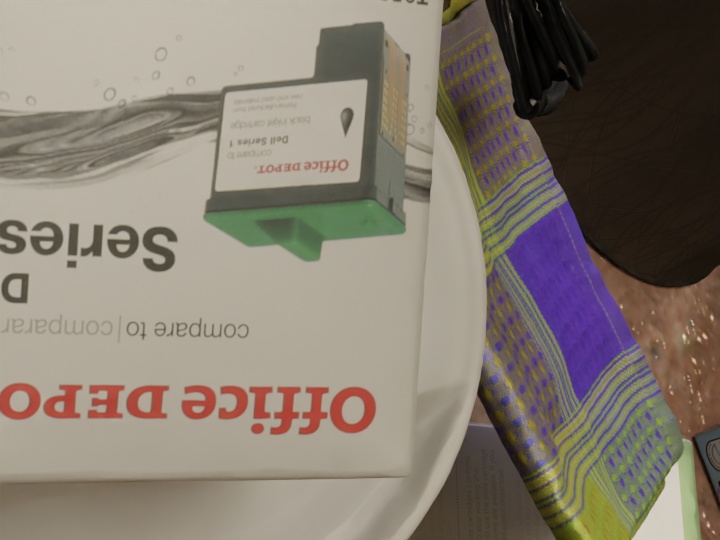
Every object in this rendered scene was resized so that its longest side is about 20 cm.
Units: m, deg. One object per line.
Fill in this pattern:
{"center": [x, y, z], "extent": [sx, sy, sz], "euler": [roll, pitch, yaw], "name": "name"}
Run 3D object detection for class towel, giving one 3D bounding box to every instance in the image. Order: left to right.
{"center": [0.057, 0.002, 0.802], "extent": [0.200, 0.023, 0.144], "euler": [66, 21, -4], "name": "towel"}

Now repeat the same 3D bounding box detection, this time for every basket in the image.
{"center": [0.173, -0.103, 0.960], "extent": [0.136, 0.200, 0.181], "euler": [-36, 99, -44], "name": "basket"}

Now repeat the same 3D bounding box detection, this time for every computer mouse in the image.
{"center": [0.061, -0.133, 0.785], "extent": [0.200, 0.046, 0.141], "euler": [-80, 158, -70], "name": "computer mouse"}

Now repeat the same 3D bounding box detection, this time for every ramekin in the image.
{"center": [-0.069, 0.012, 0.697], "extent": [0.202, 0.094, 0.203], "euler": [-1, 93, -28], "name": "ramekin"}

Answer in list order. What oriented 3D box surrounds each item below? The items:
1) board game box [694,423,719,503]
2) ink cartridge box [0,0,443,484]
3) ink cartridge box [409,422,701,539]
{"center": [0.231, 0.141, 0.959], "extent": [0.034, 0.134, 0.201], "euler": [-17, 84, -45], "name": "board game box"}
{"center": [-0.058, -0.047, 0.597], "extent": [0.146, 0.084, 0.201], "euler": [1, 94, -27], "name": "ink cartridge box"}
{"center": [0.031, 0.127, 0.847], "extent": [0.199, 0.048, 0.146], "euler": [5, 67, -17], "name": "ink cartridge box"}
